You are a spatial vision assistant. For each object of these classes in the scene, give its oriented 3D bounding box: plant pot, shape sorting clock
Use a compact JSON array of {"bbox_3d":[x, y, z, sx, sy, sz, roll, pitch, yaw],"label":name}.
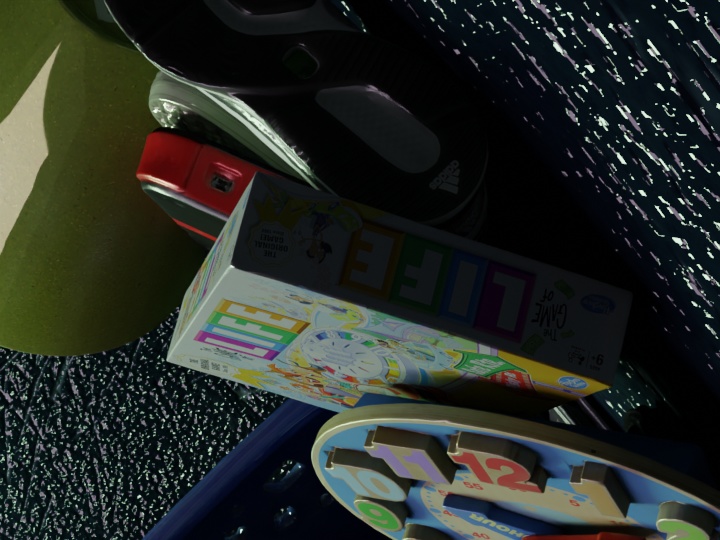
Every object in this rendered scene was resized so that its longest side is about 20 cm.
[{"bbox_3d":[-0.136,-0.086,0.865,0.187,0.187,0.200,49,142,9],"label":"plant pot"},{"bbox_3d":[0.015,0.192,0.974,0.200,0.200,0.180,48,-178,29],"label":"plant pot"},{"bbox_3d":[0.074,0.103,0.678,0.199,0.039,0.200,18,153,9],"label":"shape sorting clock"}]

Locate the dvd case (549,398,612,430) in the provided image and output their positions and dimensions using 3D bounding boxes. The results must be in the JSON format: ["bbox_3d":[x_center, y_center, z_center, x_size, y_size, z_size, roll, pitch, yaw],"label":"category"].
[{"bbox_3d":[0.151,0.135,0.895,0.149,0.016,0.200,50,176,17],"label":"dvd case"}]

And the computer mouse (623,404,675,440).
[{"bbox_3d":[0.125,0.111,0.766,0.200,0.034,0.059,90,172,-63],"label":"computer mouse"}]

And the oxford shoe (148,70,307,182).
[{"bbox_3d":[-0.010,-0.048,0.797,0.200,0.058,0.075,37,160,-32],"label":"oxford shoe"}]

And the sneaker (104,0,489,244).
[{"bbox_3d":[-0.027,-0.068,0.656,0.201,0.076,0.115,46,172,22],"label":"sneaker"}]

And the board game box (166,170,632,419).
[{"bbox_3d":[0.004,0.023,0.652,0.134,0.034,0.200,18,165,-8],"label":"board game box"}]

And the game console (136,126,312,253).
[{"bbox_3d":[0.000,0.000,0.791,0.199,0.031,0.177,25,173,11],"label":"game console"}]
